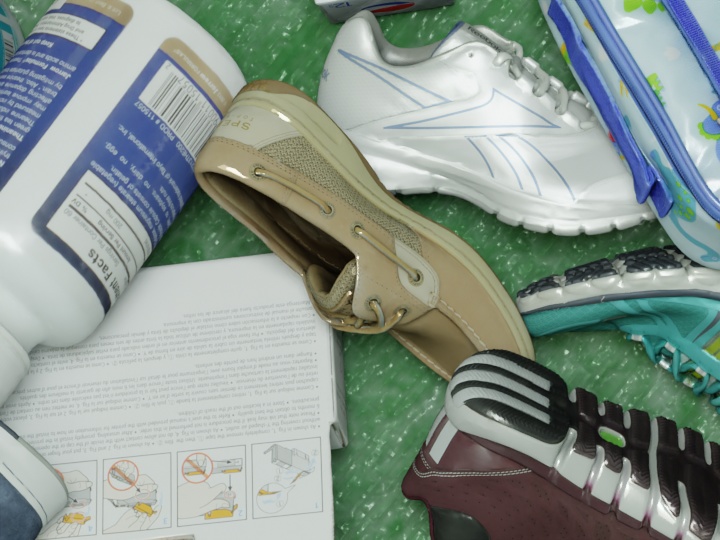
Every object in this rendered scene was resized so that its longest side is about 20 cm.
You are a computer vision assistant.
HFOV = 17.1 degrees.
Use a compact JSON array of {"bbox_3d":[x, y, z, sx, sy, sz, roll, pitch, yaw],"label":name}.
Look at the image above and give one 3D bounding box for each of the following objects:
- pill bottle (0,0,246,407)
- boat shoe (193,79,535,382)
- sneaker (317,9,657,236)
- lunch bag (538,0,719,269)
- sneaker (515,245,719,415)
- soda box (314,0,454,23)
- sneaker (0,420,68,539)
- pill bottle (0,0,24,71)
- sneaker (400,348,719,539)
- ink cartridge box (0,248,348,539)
[{"bbox_3d":[-0.149,-0.035,1.153,0.111,0.111,0.201,32,72,8],"label":"pill bottle"},{"bbox_3d":[0.000,0.000,1.145,0.200,0.071,0.065,43,56,-15],"label":"boat shoe"},{"bbox_3d":[0.069,-0.071,1.161,0.198,0.075,0.088,12,107,7],"label":"sneaker"},{"bbox_3d":[0.179,-0.110,1.123,0.160,0.083,0.201,-23,72,-11],"label":"lunch bag"},{"bbox_3d":[0.172,0.030,1.153,0.198,0.078,0.080,4,97,9],"label":"sneaker"},{"bbox_3d":[-0.001,-0.229,1.194,0.068,0.063,0.202,-9,86,6],"label":"soda box"},{"bbox_3d":[-0.249,0.093,1.083,0.202,0.077,0.146,41,64,-9],"label":"sneaker"},{"bbox_3d":[-0.236,-0.107,1.153,0.110,0.200,0.112,-1,86,8],"label":"pill bottle"},{"bbox_3d":[0.110,0.124,1.166,0.199,0.076,0.116,29,123,-9],"label":"sneaker"},{"bbox_3d":[-0.106,0.086,1.176,0.198,0.045,0.177,-6,67,8],"label":"ink cartridge box"}]
